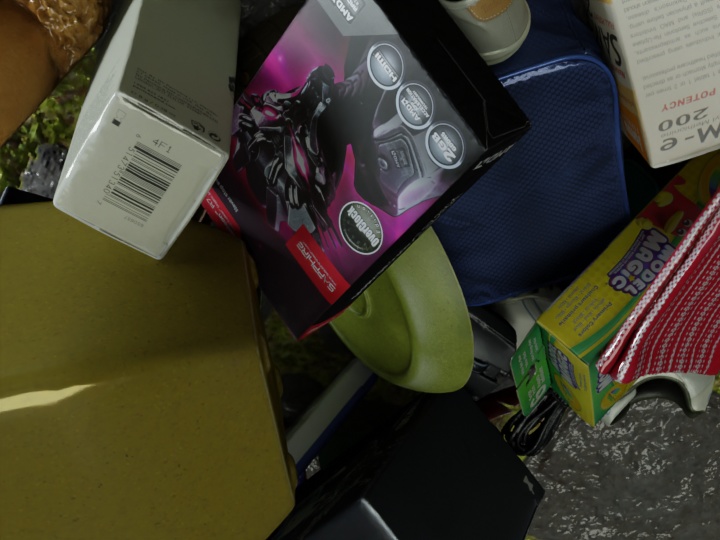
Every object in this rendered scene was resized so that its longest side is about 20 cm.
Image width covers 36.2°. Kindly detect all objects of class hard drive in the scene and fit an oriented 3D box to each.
[{"bbox_3d":[-0.072,0.156,0.776,0.025,0.200,0.132,42,140,1],"label":"hard drive"}]

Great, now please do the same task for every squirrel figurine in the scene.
[{"bbox_3d":[-0.257,-0.167,0.647,0.200,0.142,0.187,-44,107,9],"label":"squirrel figurine"}]

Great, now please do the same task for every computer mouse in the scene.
[{"bbox_3d":[0.084,0.034,0.789,0.200,0.046,0.141,42,114,6],"label":"computer mouse"}]

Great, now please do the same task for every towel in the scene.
[{"bbox_3d":[0.225,0.009,0.683,0.199,0.022,0.146,6,119,-57],"label":"towel"}]

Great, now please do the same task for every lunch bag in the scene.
[{"bbox_3d":[0.084,-0.097,0.693,0.133,0.134,0.202,-15,134,4],"label":"lunch bag"}]

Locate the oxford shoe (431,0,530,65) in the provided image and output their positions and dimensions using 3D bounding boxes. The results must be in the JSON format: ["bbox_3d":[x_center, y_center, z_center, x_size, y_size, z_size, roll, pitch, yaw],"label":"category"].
[{"bbox_3d":[0.015,-0.190,0.609,0.075,0.200,0.058,-43,157,-13],"label":"oxford shoe"}]

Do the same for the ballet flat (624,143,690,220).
[{"bbox_3d":[0.215,-0.073,0.761,0.067,0.068,0.202,4,126,-21],"label":"ballet flat"}]

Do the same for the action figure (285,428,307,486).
[{"bbox_3d":[-0.099,0.205,0.923,0.065,0.100,0.200,31,116,-24],"label":"action figure"}]

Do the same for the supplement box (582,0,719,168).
[{"bbox_3d":[0.160,-0.175,0.617,0.072,0.126,0.203,-17,107,9],"label":"supplement box"}]

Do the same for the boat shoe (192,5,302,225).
[{"bbox_3d":[-0.080,-0.092,0.729,0.067,0.073,0.200,32,124,-27],"label":"boat shoe"}]

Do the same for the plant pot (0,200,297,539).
[{"bbox_3d":[-0.143,0.076,0.616,0.196,0.197,0.197,-12,123,-3],"label":"plant pot"}]

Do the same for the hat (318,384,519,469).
[{"bbox_3d":[0.088,0.128,0.926,0.197,0.177,0.167,18,145,22],"label":"hat"}]

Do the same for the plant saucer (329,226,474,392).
[{"bbox_3d":[0.000,0.000,0.725,0.031,0.199,0.202,-30,128,-21],"label":"plant saucer"}]

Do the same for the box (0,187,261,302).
[{"bbox_3d":[-0.191,0.074,0.800,0.193,0.118,0.202,16,122,-14],"label":"box"}]

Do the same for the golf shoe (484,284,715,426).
[{"bbox_3d":[0.166,0.064,0.817,0.196,0.099,0.078,0,159,11],"label":"golf shoe"}]

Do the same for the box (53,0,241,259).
[{"bbox_3d":[-0.117,-0.103,0.636,0.068,0.202,0.082,28,121,-21],"label":"box"}]

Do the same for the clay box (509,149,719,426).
[{"bbox_3d":[0.179,0.017,0.702,0.200,0.047,0.115,-46,152,-9],"label":"clay box"}]

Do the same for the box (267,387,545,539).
[{"bbox_3d":[0.001,0.199,0.745,0.199,0.197,0.118,-39,90,26],"label":"box"}]

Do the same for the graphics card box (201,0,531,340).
[{"bbox_3d":[-0.011,-0.063,0.609,0.126,0.051,0.200,54,134,8],"label":"graphics card box"}]
